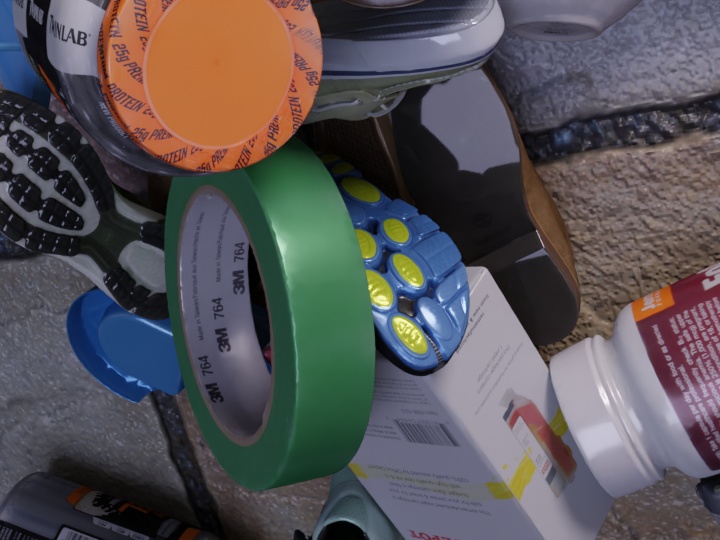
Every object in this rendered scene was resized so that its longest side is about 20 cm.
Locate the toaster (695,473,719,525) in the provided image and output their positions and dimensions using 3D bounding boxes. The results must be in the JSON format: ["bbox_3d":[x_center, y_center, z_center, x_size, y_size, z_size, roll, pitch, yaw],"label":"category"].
[{"bbox_3d":[0.318,0.134,0.773,0.200,0.114,0.129,-26,109,24],"label":"toaster"}]

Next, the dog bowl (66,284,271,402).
[{"bbox_3d":[-0.109,0.061,0.888,0.199,0.050,0.112,25,135,5],"label":"dog bowl"}]

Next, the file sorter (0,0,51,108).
[{"bbox_3d":[-0.249,-0.203,0.727,0.139,0.122,0.200,53,137,36],"label":"file sorter"}]

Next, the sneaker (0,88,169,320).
[{"bbox_3d":[-0.186,-0.044,0.789,0.077,0.089,0.200,-47,130,-6],"label":"sneaker"}]

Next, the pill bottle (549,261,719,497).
[{"bbox_3d":[0.223,0.053,0.744,0.200,0.114,0.114,-27,105,17],"label":"pill bottle"}]

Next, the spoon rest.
[{"bbox_3d":[0.157,-0.159,0.700,0.199,0.099,0.061,6,88,0],"label":"spoon rest"}]

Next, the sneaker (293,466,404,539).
[{"bbox_3d":[-0.005,0.231,0.912,0.073,0.118,0.201,3,117,14],"label":"sneaker"}]

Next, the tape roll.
[{"bbox_3d":[-0.058,0.023,0.715,0.048,0.200,0.201,-8,121,-26],"label":"tape roll"}]

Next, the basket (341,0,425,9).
[{"bbox_3d":[0.032,-0.212,0.637,0.180,0.200,0.136,-30,104,28],"label":"basket"}]

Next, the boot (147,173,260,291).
[{"bbox_3d":[-0.112,-0.074,0.816,0.075,0.074,0.201,15,131,22],"label":"boot"}]

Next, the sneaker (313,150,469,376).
[{"bbox_3d":[0.000,0.000,0.726,0.200,0.071,0.083,44,142,46],"label":"sneaker"}]

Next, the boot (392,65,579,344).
[{"bbox_3d":[0.079,-0.055,0.770,0.073,0.075,0.200,-19,107,25],"label":"boot"}]

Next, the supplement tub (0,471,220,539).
[{"bbox_3d":[-0.188,0.244,0.972,0.199,0.123,0.123,19,119,7],"label":"supplement tub"}]

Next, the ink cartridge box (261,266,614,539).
[{"bbox_3d":[0.054,0.097,0.799,0.145,0.083,0.200,-1,132,47],"label":"ink cartridge box"}]

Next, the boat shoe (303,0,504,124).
[{"bbox_3d":[-0.003,-0.118,0.710,0.199,0.072,0.062,2,130,38],"label":"boat shoe"}]

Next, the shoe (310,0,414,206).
[{"bbox_3d":[0.002,-0.083,0.795,0.070,0.053,0.201,1,117,25],"label":"shoe"}]

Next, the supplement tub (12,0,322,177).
[{"bbox_3d":[-0.097,-0.118,0.611,0.122,0.200,0.123,-7,110,-21],"label":"supplement tub"}]
